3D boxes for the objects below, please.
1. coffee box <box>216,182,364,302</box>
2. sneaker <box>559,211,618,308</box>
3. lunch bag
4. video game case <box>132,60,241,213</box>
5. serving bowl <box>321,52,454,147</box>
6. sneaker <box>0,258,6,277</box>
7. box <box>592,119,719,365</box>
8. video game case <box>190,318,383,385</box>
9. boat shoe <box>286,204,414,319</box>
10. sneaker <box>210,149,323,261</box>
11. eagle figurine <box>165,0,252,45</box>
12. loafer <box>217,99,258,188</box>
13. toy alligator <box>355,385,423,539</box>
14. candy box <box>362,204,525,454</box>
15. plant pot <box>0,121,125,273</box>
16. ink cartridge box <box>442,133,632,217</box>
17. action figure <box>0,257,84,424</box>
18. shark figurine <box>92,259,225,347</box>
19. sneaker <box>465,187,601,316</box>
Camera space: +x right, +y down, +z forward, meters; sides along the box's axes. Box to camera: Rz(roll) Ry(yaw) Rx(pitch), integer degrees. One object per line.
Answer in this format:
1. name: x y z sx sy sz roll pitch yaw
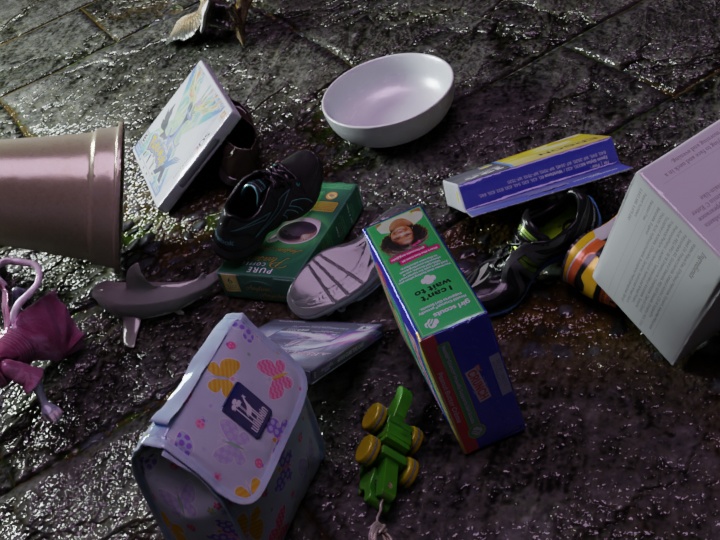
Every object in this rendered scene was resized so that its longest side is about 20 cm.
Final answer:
1. coffee box: -0.088 -0.041 1.400 0.121 0.044 0.201 4 42 26
2. sneaker: 0.319 -0.028 1.217 0.199 0.070 0.090 -35 56 -22
3. lunch bag: -0.122 0.168 1.024 0.125 0.202 0.170 3 41 25
4. video game case: -0.264 -0.204 1.614 0.183 0.022 0.200 -50 36 12
5. serving bowl: 0.046 -0.238 1.575 0.197 0.066 0.201 -11 37 8
6. sneaker: -0.579 -0.030 1.528 0.197 0.105 0.060 -4 39 17
7. box: 0.362 -0.043 1.073 0.197 0.201 0.131 -30 65 -18
8. video game case: -0.075 0.086 1.180 0.141 0.019 0.200 2 11 23
9. boat shoe: 0.000 -0.001 1.312 0.201 0.065 0.074 -39 61 -17
10. sneaker: -0.111 -0.095 1.362 0.075 0.080 0.200 31 56 16
11. eagle figurine: -0.282 -0.477 1.960 0.198 0.152 0.152 23 62 27
12. loafer: -0.180 -0.203 1.600 0.072 0.072 0.201 3 39 -20
13. toy alligator: 0.019 0.199 1.057 0.054 0.059 0.201 -45 21 38
14. candy box: 0.083 0.058 1.106 0.076 0.170 0.201 -25 37 -3
15. plant pot: -0.406 -0.099 1.423 0.181 0.203 0.202 2 35 -12
16. ink cartridge box: 0.206 -0.119 1.313 0.195 0.048 0.200 -17 6 -1
17. action figure: -0.410 0.094 1.285 0.132 0.151 0.200 2 27 14
18. shark figurine: -0.249 0.012 1.364 0.212 0.090 0.129 -17 38 3
19. sneaker: 0.184 -0.024 1.224 0.199 0.083 0.071 -38 48 -2
